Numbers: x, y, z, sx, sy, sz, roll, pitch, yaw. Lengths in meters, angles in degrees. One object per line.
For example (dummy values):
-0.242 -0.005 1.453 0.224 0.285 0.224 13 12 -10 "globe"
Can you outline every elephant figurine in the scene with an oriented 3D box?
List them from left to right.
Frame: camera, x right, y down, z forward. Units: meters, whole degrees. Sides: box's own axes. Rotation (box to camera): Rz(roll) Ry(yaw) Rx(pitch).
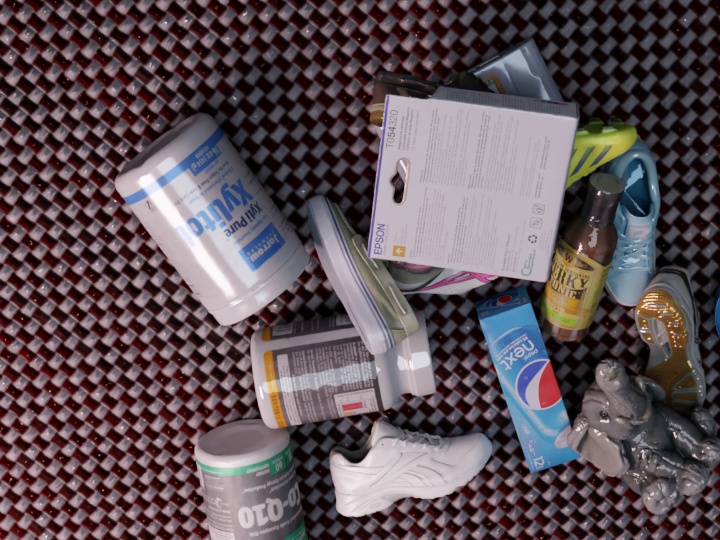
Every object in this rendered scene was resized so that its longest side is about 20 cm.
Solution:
0.299 0.164 1.642 0.200 0.142 0.155 38 123 -13 "elephant figurine"

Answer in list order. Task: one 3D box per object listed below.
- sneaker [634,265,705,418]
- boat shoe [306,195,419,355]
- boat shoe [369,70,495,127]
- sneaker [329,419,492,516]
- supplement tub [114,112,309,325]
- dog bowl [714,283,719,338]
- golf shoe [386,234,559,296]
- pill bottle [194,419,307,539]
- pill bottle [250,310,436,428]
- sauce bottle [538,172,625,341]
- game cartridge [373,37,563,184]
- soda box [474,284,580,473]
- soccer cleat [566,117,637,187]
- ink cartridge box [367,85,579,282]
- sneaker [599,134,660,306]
0.366 0.083 1.679 0.075 0.088 0.201 9 133 25 "sneaker"
0.000 0.000 1.615 0.062 0.072 0.201 -21 68 -12 "boat shoe"
0.109 -0.180 1.556 0.198 0.073 0.066 2 89 -15 "boat shoe"
0.054 0.217 1.713 0.198 0.078 0.100 -18 103 3 "sneaker"
-0.161 -0.057 1.596 0.131 0.132 0.201 -35 104 9 "supplement tub"
0.500 0.036 1.680 0.198 0.050 0.113 -8 107 2 "dog bowl"
0.125 -0.017 1.655 0.198 0.073 0.092 -7 141 -5 "golf shoe"
-0.123 0.285 1.709 0.112 0.113 0.202 -9 107 1 "pill bottle"
-0.019 0.108 1.655 0.198 0.116 0.117 -9 107 2 "pill bottle"
0.247 -0.016 1.621 0.064 0.065 0.201 8 125 -3 "sauce bottle"
0.131 -0.152 1.623 0.199 0.042 0.134 -28 101 7 "game cartridge"
0.193 0.126 1.690 0.064 0.068 0.202 -19 106 5 "soda box"
0.205 -0.107 1.574 0.198 0.065 0.084 -16 99 19 "soccer cleat"
0.115 -0.092 1.534 0.198 0.043 0.198 9 122 2 "ink cartridge box"
0.298 -0.049 1.632 0.073 0.082 0.202 -7 107 2 "sneaker"
